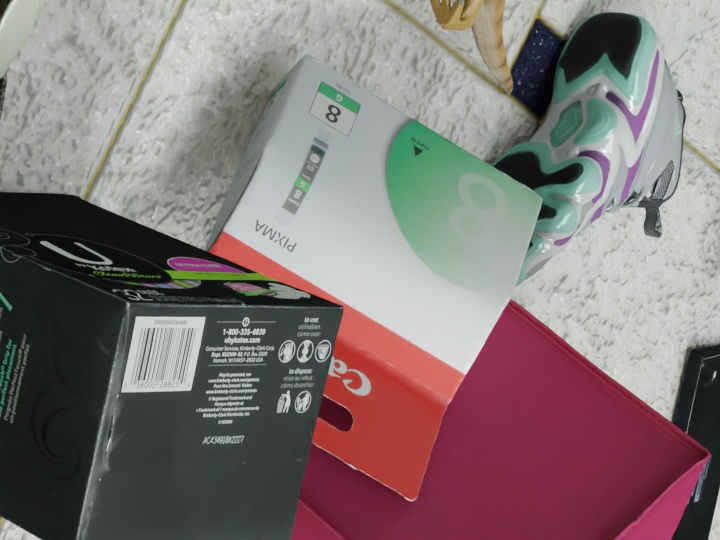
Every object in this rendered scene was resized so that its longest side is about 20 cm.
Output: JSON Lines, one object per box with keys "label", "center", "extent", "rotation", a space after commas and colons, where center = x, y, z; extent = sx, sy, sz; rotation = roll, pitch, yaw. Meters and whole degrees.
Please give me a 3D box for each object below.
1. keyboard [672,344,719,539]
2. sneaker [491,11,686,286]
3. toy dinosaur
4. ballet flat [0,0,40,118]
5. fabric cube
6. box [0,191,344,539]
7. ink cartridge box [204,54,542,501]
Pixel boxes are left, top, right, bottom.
{"label": "keyboard", "center": [0.227, 0.152, 1.807], "extent": [0.127, 0.021, 0.201], "rotation": [-8, 112, -53]}
{"label": "sneaker", "center": [0.152, -0.049, 1.583], "extent": [0.200, 0.078, 0.140], "rotation": [-57, 139, -13]}
{"label": "toy dinosaur", "center": [0.070, -0.169, 1.450], "extent": [0.106, 0.060, 0.200], "rotation": [-29, 127, -39]}
{"label": "ballet flat", "center": [-0.174, -0.158, 1.167], "extent": [0.068, 0.075, 0.201], "rotation": [-6, 111, -46]}
{"label": "fabric cube", "center": [0.046, 0.151, 1.414], "extent": [0.200, 0.196, 0.200], "rotation": [-38, 157, -32]}
{"label": "box", "center": [-0.137, 0.044, 1.202], "extent": [0.148, 0.200, 0.125], "rotation": [3, 104, -48]}
{"label": "ink cartridge box", "center": [0.000, 0.000, 1.335], "extent": [0.161, 0.050, 0.200], "rotation": [31, 48, -13]}
